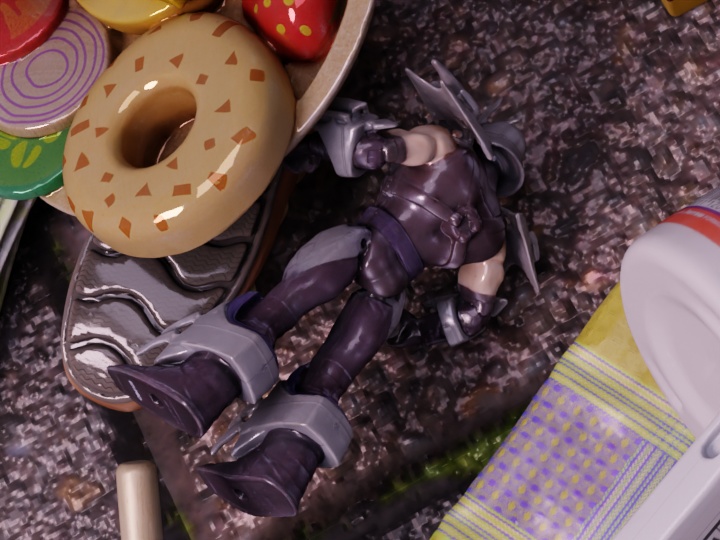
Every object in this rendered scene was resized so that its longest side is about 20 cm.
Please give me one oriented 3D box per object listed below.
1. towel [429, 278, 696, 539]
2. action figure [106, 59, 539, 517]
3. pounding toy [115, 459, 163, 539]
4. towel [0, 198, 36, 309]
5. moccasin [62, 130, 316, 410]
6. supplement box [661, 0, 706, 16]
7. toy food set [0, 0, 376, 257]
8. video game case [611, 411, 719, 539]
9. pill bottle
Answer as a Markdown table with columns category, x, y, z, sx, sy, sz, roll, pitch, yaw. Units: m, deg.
| category | x | y | z | sx | sy | sz | roll | pitch | yaw |
| --- | --- | --- | --- | --- | --- | --- | --- | --- | --- |
| towel | 0.125 | 0.088 | 0.910 | 0.144 | 0.023 | 0.200 | 37 | 87 | 19 |
| action figure | 0.000 | 0.000 | 0.902 | 0.200 | 0.130 | 0.069 | -45 | 27 | -23 |
| pounding toy | -0.080 | 0.212 | 0.865 | 0.200 | 0.142 | 0.184 | -43 | 70 | 1 |
| towel | -0.249 | -0.005 | 1.017 | 0.200 | 0.048 | 0.171 | 13 | 78 | 17 |
| moccasin | -0.065 | -0.034 | 0.960 | 0.074 | 0.078 | 0.202 | 18 | 75 | 5 |
| supplement box | 0.127 | -0.243 | 0.902 | 0.133 | 0.200 | 0.197 | -27 | 70 | 6 |
| toy food set | -0.082 | -0.110 | 0.903 | 0.198 | 0.049 | 0.200 | 27 | 88 | 35 |
| video game case | 0.202 | 0.080 | 0.810 | 0.182 | 0.200 | 0.023 | -50 | 35 | -1 |
| pill bottle | 0.207 | -0.011 | 0.853 | 0.200 | 0.111 | 0.111 | -31 | 69 | -14 |
